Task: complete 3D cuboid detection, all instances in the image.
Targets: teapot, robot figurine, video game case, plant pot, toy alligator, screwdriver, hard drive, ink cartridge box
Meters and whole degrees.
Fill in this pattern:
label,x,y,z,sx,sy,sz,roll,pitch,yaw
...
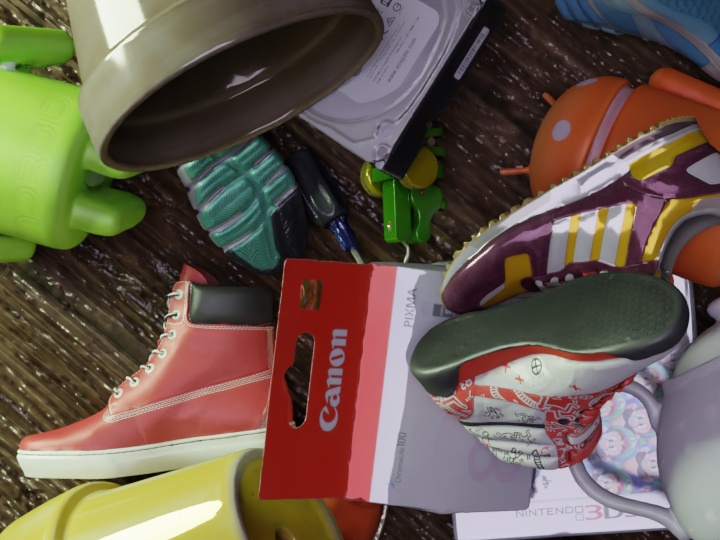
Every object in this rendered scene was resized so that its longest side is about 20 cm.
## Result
label,x,y,z,sx,sy,sz,roll,pitch,yaw
teapot,0.264,0.084,1.247,0.197,0.200,0.146,-36,80,52
robot figurine,0.199,-0.059,1.280,0.200,0.117,0.144,21,101,16
video game case,0.147,0.086,1.345,0.182,0.024,0.200,-5,91,9
plant pot,-0.117,0.217,1.284,0.189,0.201,0.201,-30,87,23
toy alligator,0.038,-0.063,1.345,0.054,0.059,0.200,-9,90,-31
plant pot,-0.109,-0.184,1.220,0.200,0.200,0.174,-28,78,9
screwdriver,0.000,0.000,1.343,0.029,0.028,0.200,-38,70,33
robot figurine,-0.248,-0.084,1.356,0.200,0.116,0.176,16,106,9
hard drive,-0.015,-0.170,1.319,0.200,0.038,0.140,36,97,30
ink cartridge box,0.035,0.077,1.264,0.057,0.200,0.163,10,95,48

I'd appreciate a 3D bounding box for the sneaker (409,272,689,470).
label,x,y,z,sx,sy,sz,roll,pitch,yaw
sneaker,0.137,0.067,1.192,0.201,0.067,0.108,-14,130,39

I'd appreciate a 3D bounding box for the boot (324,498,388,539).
label,x,y,z,sx,sy,sz,roll,pitch,yaw
boot,-0.014,0.132,1.332,0.075,0.107,0.200,13,95,7

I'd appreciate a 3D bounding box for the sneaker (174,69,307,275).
label,x,y,z,sx,sy,sz,roll,pitch,yaw
sneaker,-0.105,-0.090,1.365,0.074,0.088,0.200,-33,110,2

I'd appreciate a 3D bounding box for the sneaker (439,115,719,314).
label,x,y,z,sx,sy,sz,roll,pitch,yaw
sneaker,0.144,-0.011,1.201,0.200,0.075,0.090,-34,77,17

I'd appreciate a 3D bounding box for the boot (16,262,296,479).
label,x,y,z,sx,sy,sz,roll,pitch,yaw
boot,-0.153,0.073,1.371,0.200,0.072,0.144,-10,90,1

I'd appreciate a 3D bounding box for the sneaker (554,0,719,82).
label,x,y,z,sx,sy,sz,roll,pitch,yaw
sneaker,0.215,-0.177,1.305,0.200,0.131,0.080,35,78,-28
